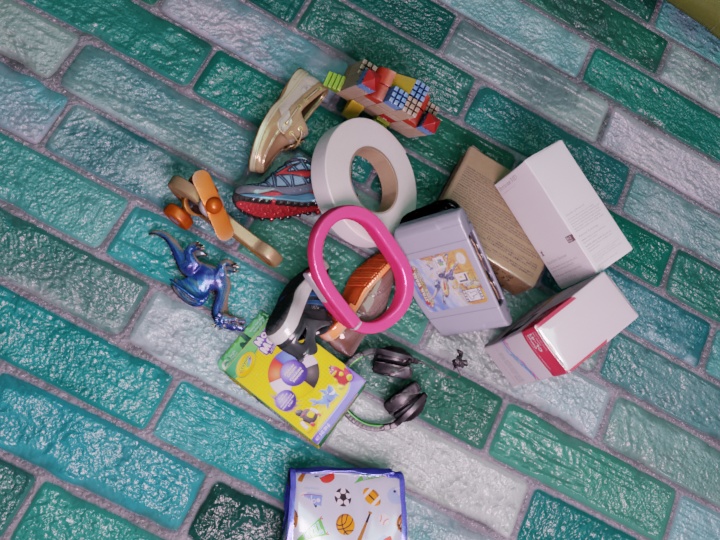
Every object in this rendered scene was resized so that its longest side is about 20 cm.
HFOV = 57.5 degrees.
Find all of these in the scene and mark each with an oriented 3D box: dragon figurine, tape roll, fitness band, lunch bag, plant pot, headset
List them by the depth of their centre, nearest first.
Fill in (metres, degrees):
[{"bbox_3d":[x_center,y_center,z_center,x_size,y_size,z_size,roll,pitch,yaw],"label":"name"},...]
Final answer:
[{"bbox_3d":[-0.025,0.373,0.900,0.169,0.124,0.201,4,83,-10],"label":"lunch bag"},{"bbox_3d":[0.000,0.000,0.950,0.144,0.037,0.200,-45,114,-23],"label":"fitness band"},{"bbox_3d":[-0.246,0.016,0.970,0.200,0.059,0.100,30,72,-5],"label":"dragon figurine"},{"bbox_3d":[0.061,0.167,0.982,0.199,0.094,0.124,-17,81,-4],"label":"headset"},{"bbox_3d":[0.010,-0.137,1.025,0.202,0.037,0.203,11,73,-41],"label":"tape roll"},{"bbox_3d":[0.676,-0.561,1.256,0.190,0.200,0.200,29,72,8],"label":"plant pot"}]

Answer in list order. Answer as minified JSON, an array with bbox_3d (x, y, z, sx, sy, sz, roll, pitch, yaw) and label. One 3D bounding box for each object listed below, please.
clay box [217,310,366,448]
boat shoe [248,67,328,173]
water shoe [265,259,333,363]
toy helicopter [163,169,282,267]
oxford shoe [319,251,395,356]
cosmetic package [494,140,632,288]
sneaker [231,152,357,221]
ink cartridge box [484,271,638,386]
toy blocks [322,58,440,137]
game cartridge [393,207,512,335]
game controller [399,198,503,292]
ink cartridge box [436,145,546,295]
[{"bbox_3d":[-0.104,0.150,0.955,0.200,0.048,0.115,35,71,11],"label":"clay box"},{"bbox_3d":[-0.114,-0.236,1.052,0.066,0.074,0.200,26,73,1],"label":"boat shoe"},{"bbox_3d":[-0.079,0.060,0.961,0.079,0.071,0.200,49,31,-15],"label":"water shoe"},{"bbox_3d":[-0.197,-0.074,0.964,0.200,0.132,0.079,37,74,-3],"label":"toy helicopter"},{"bbox_3d":[0.015,0.044,1.026,0.073,0.071,0.200,48,71,-24],"label":"oxford shoe"},{"bbox_3d":[0.309,-0.085,1.011,0.081,0.113,0.200,-32,84,-19],"label":"cosmetic package"},{"bbox_3d":[-0.108,-0.135,1.036,0.199,0.079,0.096,-7,72,-23],"label":"sneaker"},{"bbox_3d":[0.295,0.094,0.994,0.147,0.200,0.086,-35,85,-18],"label":"ink cartridge box"},{"bbox_3d":[0.054,-0.273,1.042,0.200,0.137,0.100,27,88,-22],"label":"toy blocks"},{"bbox_3d":[0.135,0.009,0.999,0.200,0.133,0.042,62,34,-18],"label":"game cartridge"},{"bbox_3d":[0.142,-0.015,1.021,0.104,0.042,0.200,-23,108,23],"label":"game controller"},{"bbox_3d":[0.220,-0.081,1.086,0.200,0.075,0.165,31,71,-3],"label":"ink cartridge box"}]
